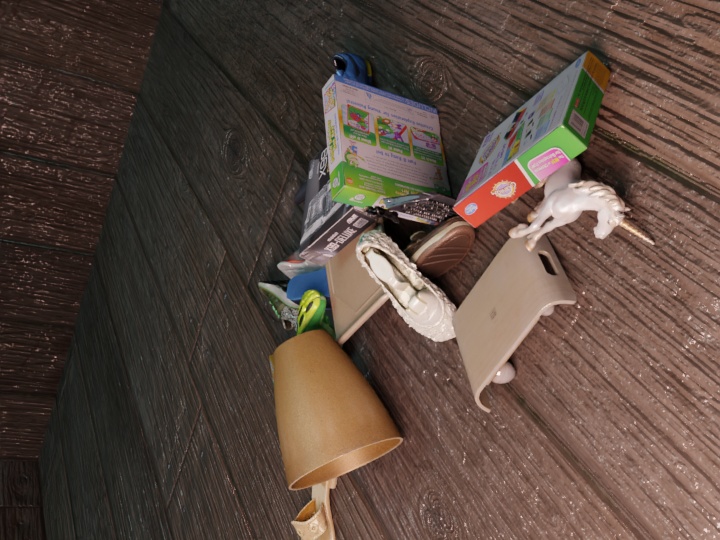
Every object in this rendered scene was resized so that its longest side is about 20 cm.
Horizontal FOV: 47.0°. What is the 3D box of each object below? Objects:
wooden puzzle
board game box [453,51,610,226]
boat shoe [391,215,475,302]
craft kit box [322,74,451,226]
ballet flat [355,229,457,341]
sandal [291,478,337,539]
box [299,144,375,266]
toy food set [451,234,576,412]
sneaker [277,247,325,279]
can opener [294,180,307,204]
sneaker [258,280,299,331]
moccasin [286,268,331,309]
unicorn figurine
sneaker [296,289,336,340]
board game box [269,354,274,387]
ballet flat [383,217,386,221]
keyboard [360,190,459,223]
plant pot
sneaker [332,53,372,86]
[{"bbox_3d":[0.000,0.000,1.316,0.185,0.037,0.203,-47,40,47],"label":"wooden puzzle"},{"bbox_3d":[0.210,-0.159,1.024,0.200,0.040,0.154,-38,19,50],"label":"board game box"},{"bbox_3d":[0.094,-0.029,1.227,0.202,0.074,0.076,-47,47,44],"label":"boat shoe"},{"bbox_3d":[0.042,-0.179,1.244,0.048,0.197,0.201,-41,46,46],"label":"craft kit box"},{"bbox_3d":[0.062,0.028,1.166,0.200,0.072,0.072,45,130,5],"label":"ballet flat"},{"bbox_3d":[-0.086,0.416,1.407,0.077,0.069,0.216,-15,68,57],"label":"sandal"},{"bbox_3d":[-0.032,-0.131,1.336,0.157,0.049,0.203,-37,39,44],"label":"box"},{"bbox_3d":[0.194,0.063,1.063,0.201,0.060,0.145,-58,25,31],"label":"toy food set"},{"bbox_3d":[-0.084,-0.024,1.560,0.199,0.077,0.083,-13,42,55],"label":"sneaker"},{"bbox_3d":[-0.075,-0.160,1.570,0.199,0.062,0.080,-17,67,57],"label":"can opener"},{"bbox_3d":[-0.153,0.070,1.631,0.199,0.076,0.090,22,109,62],"label":"sneaker"},{"bbox_3d":[-0.036,0.029,1.433,0.197,0.068,0.082,0,67,37],"label":"moccasin"},{"bbox_3d":[0.243,-0.083,0.988,0.137,0.073,0.203,-40,42,34],"label":"unicorn figurine"},{"bbox_3d":[-0.069,0.103,1.423,0.202,0.082,0.075,96,176,-50],"label":"sneaker"},{"bbox_3d":[-0.114,0.249,1.442,0.200,0.040,0.156,-135,36,-69],"label":"board game box"},{"bbox_3d":[0.041,-0.166,1.386,0.069,0.068,0.203,45,118,54],"label":"ballet flat"},{"bbox_3d":[0.079,-0.081,1.126,0.125,0.199,0.021,-6,85,24],"label":"keyboard"},{"bbox_3d":[-0.058,0.201,1.259,0.186,0.184,0.203,-44,63,45],"label":"plant pot"},{"bbox_3d":[-0.012,-0.311,1.497,0.066,0.077,0.203,-43,47,42],"label":"sneaker"}]
